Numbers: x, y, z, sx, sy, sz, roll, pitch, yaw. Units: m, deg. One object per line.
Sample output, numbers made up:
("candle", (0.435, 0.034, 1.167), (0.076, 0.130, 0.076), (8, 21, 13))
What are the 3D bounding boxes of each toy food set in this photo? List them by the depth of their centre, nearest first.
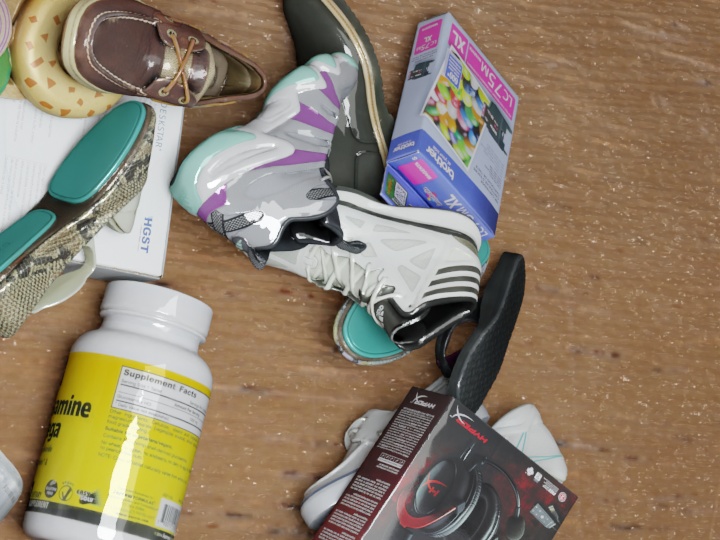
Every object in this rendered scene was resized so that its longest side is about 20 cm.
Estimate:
("toy food set", (-0.230, -0.211, 1.223), (0.198, 0.049, 0.201), (11, 99, -45))

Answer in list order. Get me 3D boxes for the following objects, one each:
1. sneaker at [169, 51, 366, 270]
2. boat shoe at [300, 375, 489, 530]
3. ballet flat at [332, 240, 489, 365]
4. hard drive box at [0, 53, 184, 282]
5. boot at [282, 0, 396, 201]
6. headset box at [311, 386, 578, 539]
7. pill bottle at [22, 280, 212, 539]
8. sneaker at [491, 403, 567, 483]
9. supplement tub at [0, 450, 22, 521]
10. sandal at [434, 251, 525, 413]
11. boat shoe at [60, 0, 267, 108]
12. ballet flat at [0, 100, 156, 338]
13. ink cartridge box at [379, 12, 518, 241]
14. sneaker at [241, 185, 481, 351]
("sneaker", (-0.038, -0.073, 1.348), (0.140, 0.078, 0.200), (45, 61, 4))
("boat shoe", (0.018, 0.149, 1.455), (0.200, 0.074, 0.065), (-26, 69, -37))
("ballet flat", (0.034, 0.028, 1.465), (0.200, 0.072, 0.072), (-37, 104, -40))
("hard drive box", (-0.243, -0.083, 1.309), (0.199, 0.077, 0.157), (12, 79, -29))
("boot", (-0.050, -0.130, 1.436), (0.138, 0.077, 0.201), (-28, 99, -25))
("headset box", (0.054, 0.217, 1.371), (0.149, 0.075, 0.200), (40, 77, -22))
("pill bottle", (-0.176, 0.115, 1.309), (0.112, 0.112, 0.201), (21, 74, -28))
("sneaker", (0.103, 0.182, 1.469), (0.200, 0.070, 0.080), (-24, 69, -38))
("supplement tub", (-0.337, 0.190, 1.198), (0.123, 0.122, 0.200), (45, 66, -19))
("sandal", (0.097, 0.056, 1.490), (0.201, 0.048, 0.076), (-60, 152, -52))
("boat shoe", (-0.136, -0.152, 1.254), (0.200, 0.072, 0.072), (15, 87, -62))
("ballet flat", (-0.207, -0.032, 1.252), (0.200, 0.068, 0.075), (-50, 132, -19))
("ink cartridge box", (0.079, -0.109, 1.476), (0.119, 0.042, 0.201), (45, 44, -34))
("sneaker", (0.000, 0.000, 1.369), (0.200, 0.076, 0.116), (4, 42, -5))
